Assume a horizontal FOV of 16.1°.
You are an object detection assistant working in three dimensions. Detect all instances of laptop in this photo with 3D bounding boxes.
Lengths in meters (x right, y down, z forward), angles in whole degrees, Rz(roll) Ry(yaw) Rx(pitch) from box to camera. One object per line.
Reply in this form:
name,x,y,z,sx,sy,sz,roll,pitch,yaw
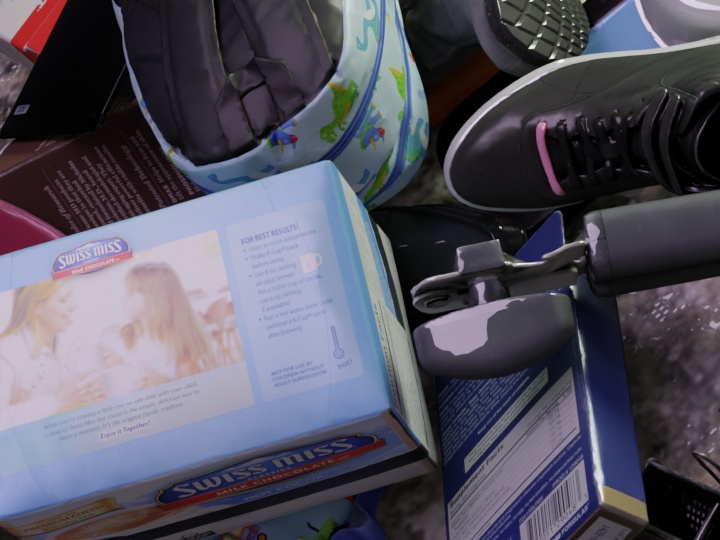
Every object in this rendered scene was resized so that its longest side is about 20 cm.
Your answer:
laptop,-0.101,-0.144,1.509,0.177,0.200,0.103,3,102,64

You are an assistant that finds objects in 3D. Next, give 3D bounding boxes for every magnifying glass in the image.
magnifying glass,0.013,-0.074,1.439,0.200,0.022,0.080,-35,41,15

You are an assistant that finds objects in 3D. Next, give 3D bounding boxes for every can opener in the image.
can opener,0.122,0.007,1.163,0.200,0.053,0.067,-10,73,2

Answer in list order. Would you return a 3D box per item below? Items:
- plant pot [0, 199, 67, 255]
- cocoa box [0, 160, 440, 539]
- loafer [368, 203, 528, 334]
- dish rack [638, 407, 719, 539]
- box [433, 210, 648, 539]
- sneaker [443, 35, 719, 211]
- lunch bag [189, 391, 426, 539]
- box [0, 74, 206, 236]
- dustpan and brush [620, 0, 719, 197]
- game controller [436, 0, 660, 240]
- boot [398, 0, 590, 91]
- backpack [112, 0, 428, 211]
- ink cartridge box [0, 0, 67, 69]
plant pot,-0.256,0.067,1.434,0.200,0.200,0.179,51,126,51
cocoa box,-0.079,0.049,1.235,0.200,0.131,0.134,-16,71,7
loafer,0.000,0.000,1.342,0.200,0.070,0.068,-4,82,42
dish rack,0.225,0.058,1.110,0.153,0.055,0.200,21,74,48
box,0.081,0.076,1.203,0.121,0.032,0.200,-51,28,35
sneaker,0.129,-0.064,1.216,0.200,0.071,0.099,-14,15,14
lunch bag,-0.067,0.102,1.328,0.200,0.094,0.151,17,68,38
box,-0.118,-0.080,1.500,0.200,0.075,0.100,-21,21,28
dustpan and brush,0.175,-0.131,1.278,0.139,0.057,0.200,25,77,23
game controller,0.131,-0.097,1.334,0.200,0.042,0.104,-39,40,12
boot,0.051,-0.122,1.370,0.132,0.070,0.200,-44,18,20
backpack,-0.044,-0.114,1.318,0.163,0.154,0.200,-28,34,11
ink cartridge box,-0.192,-0.187,1.683,0.116,0.067,0.200,-53,39,-4
